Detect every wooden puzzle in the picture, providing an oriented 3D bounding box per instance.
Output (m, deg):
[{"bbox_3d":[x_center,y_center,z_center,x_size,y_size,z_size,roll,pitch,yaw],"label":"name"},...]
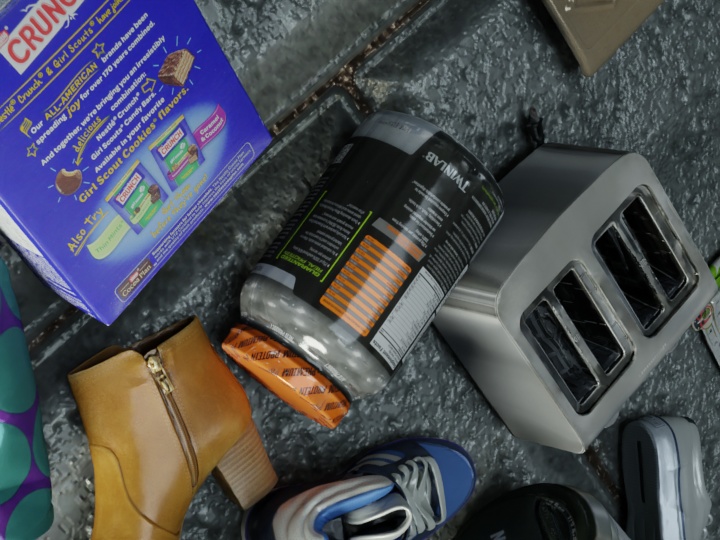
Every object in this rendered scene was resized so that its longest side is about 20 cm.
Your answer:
[{"bbox_3d":[0.185,-0.285,0.961,0.185,0.046,0.200,-45,119,-17],"label":"wooden puzzle"}]

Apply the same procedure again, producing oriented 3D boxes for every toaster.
[{"bbox_3d":[0.155,0.010,0.930,0.181,0.118,0.200,-45,116,-19],"label":"toaster"}]

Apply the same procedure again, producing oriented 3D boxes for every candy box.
[{"bbox_3d":[-0.162,-0.098,0.720,0.169,0.077,0.200,-51,140,-21],"label":"candy box"}]

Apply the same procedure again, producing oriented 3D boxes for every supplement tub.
[{"bbox_3d":[0.000,0.000,0.841,0.122,0.122,0.200,43,75,-26],"label":"supplement tub"}]

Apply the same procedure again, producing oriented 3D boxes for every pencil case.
[{"bbox_3d":[-0.243,0.078,0.732,0.092,0.085,0.202,-18,105,-44],"label":"pencil case"}]

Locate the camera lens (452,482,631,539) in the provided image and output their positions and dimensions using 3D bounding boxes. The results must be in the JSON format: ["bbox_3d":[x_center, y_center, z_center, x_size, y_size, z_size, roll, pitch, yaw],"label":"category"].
[{"bbox_3d":[0.164,0.277,0.943,0.160,0.160,0.200,-49,116,-16],"label":"camera lens"}]

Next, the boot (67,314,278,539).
[{"bbox_3d":[-0.160,0.132,0.803,0.201,0.071,0.145,-36,106,-25],"label":"boot"}]

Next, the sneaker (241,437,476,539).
[{"bbox_3d":[0.024,0.169,0.854,0.199,0.146,0.081,-11,89,-26],"label":"sneaker"}]

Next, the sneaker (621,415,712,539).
[{"bbox_3d":[0.271,0.223,1.049,0.070,0.073,0.202,-5,98,-26],"label":"sneaker"}]

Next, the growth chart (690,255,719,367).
[{"bbox_3d":[0.371,0.052,1.119,0.145,0.018,0.200,-47,116,-18],"label":"growth chart"}]
